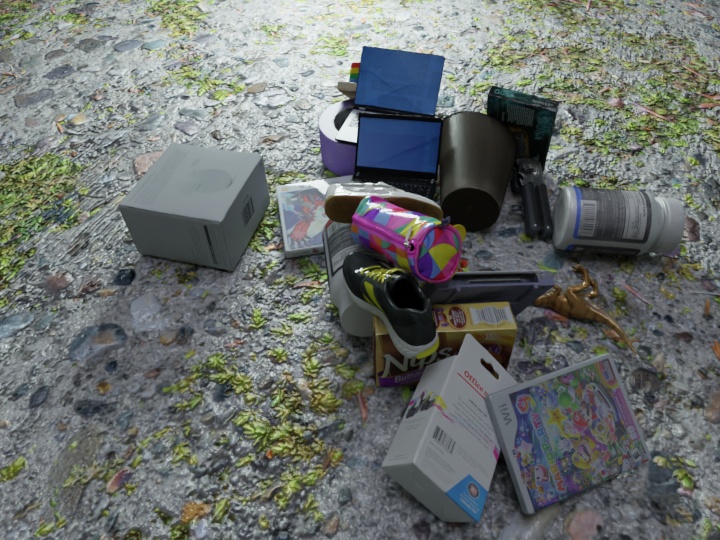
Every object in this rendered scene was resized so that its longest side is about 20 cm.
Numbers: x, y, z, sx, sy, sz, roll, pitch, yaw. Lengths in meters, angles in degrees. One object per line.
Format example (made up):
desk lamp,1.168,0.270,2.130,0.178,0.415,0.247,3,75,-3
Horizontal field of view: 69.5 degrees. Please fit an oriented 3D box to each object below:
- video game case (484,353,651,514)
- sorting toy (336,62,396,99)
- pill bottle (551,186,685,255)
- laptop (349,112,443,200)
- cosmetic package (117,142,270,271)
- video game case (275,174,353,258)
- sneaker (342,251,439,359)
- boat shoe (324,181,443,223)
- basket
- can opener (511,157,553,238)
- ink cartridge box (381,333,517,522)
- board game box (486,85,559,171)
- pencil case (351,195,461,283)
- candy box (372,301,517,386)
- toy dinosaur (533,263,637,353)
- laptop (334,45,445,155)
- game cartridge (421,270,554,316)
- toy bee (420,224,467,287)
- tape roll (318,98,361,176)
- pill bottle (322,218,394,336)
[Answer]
video game case,0.270,0.205,0.671,0.196,0.018,0.146,-14,77,-17
sorting toy,0.065,-0.434,1.225,0.196,0.071,0.199,11,11,11
pill bottle,0.457,-0.087,0.931,0.195,0.115,0.115,5,46,6
laptop,0.057,-0.198,0.992,0.173,0.104,0.202,8,48,15
cosmetic package,-0.300,-0.125,0.977,0.196,0.124,0.202,11,48,10
video game case,-0.071,-0.114,1.031,0.178,0.023,0.202,-10,47,-7
sneaker,0.041,0.023,0.696,0.073,0.086,0.200,-25,47,-24
boat shoe,0.039,-0.113,0.849,0.195,0.072,0.070,8,42,-12
basket,0.221,-0.189,1.020,0.178,0.136,0.203,26,51,-11
can opener,0.340,-0.143,1.037,0.052,0.067,0.204,8,58,-6
ink cartridge box,0.122,0.196,0.668,0.115,0.068,0.201,43,51,-12
board game box,0.322,-0.280,1.059,0.133,0.201,0.029,22,71,20
pencil case,0.058,-0.048,0.725,0.087,0.090,0.199,-24,26,-20
candy box,0.116,0.107,0.751,0.195,0.118,0.057,-3,42,-2
toy dinosaur,0.362,0.056,0.851,0.197,0.061,0.108,22,75,27
laptop,0.062,-0.355,1.075,0.183,0.117,0.202,12,48,14
game cartridge,0.175,0.045,0.781,0.196,0.130,0.039,-1,57,-19
toy bee,0.141,-0.023,0.884,0.107,0.132,0.202,24,36,-9
tape roll,0.006,-0.297,1.160,0.195,0.086,0.203,-1,47,1
pill bottle,0.000,0.000,0.858,0.113,0.117,0.203,-6,47,-5
